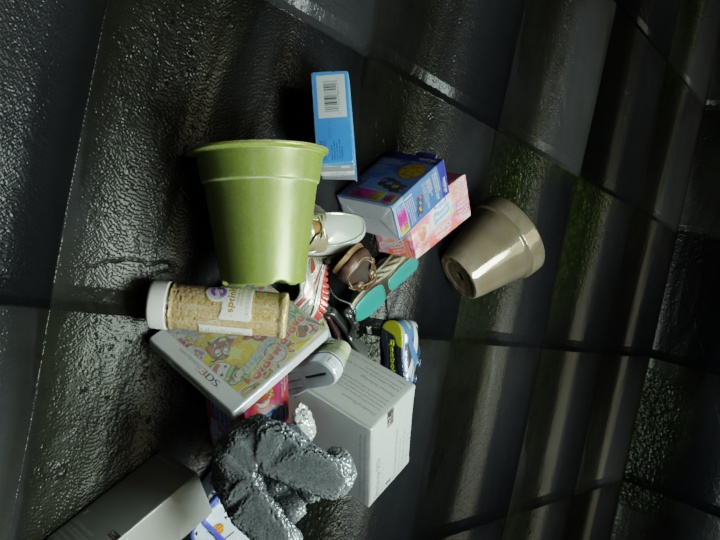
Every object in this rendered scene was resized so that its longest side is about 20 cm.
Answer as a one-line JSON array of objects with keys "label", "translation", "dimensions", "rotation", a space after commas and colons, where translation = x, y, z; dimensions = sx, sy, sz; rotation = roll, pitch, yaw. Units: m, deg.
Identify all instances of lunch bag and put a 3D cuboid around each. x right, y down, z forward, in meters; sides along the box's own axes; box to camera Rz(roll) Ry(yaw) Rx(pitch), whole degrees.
[{"label": "lunch bag", "translation": [-0.212, 0.426, 1.178], "dimensions": [0.161, 0.075, 0.202], "rotation": [-48, 131, -27]}]

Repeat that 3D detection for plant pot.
[{"label": "plant pot", "translation": [-0.140, -0.076, 1.004], "dimensions": [0.198, 0.198, 0.194], "rotation": [-4, 93, -48]}, {"label": "plant pot", "translation": [0.280, -0.035, 1.557], "dimensions": [0.173, 0.199, 0.202], "rotation": [-36, 127, -18]}]

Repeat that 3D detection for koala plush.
[{"label": "koala plush", "translation": [-0.116, 0.276, 1.007], "dimensions": [0.178, 0.183, 0.200], "rotation": [-52, -179, 2]}]

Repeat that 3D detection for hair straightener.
[{"label": "hair straightener", "translation": [-0.017, 0.102, 1.302], "dimensions": [0.041, 0.076, 0.202], "rotation": [-86, 160, -48]}]

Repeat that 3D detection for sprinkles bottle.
[{"label": "sprinkles bottle", "translation": [-0.202, 0.056, 1.004], "dimensions": [0.196, 0.068, 0.070], "rotation": [5, 99, -5]}]

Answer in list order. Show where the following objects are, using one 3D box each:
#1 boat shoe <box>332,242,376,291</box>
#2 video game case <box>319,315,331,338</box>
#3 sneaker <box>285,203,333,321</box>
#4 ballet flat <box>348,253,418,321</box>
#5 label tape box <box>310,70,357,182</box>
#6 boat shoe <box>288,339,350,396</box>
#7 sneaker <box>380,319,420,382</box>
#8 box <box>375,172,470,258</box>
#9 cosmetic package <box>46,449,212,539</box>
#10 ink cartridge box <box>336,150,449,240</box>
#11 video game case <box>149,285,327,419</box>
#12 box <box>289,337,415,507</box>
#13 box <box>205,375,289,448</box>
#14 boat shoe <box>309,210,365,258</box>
[{"label": "boat shoe", "translation": [0.000, 0.000, 1.223], "dimensions": [0.070, 0.070, 0.200], "rotation": [-44, 175, 4]}, {"label": "video game case", "translation": [-0.127, 0.151, 1.242], "dimensions": [0.199, 0.023, 0.185], "rotation": [-39, 127, -37]}, {"label": "sneaker", "translation": [-0.094, -0.016, 1.190], "dimensions": [0.081, 0.077, 0.204], "rotation": [8, 83, -31]}, {"label": "ballet flat", "translation": [0.032, 0.026, 1.366], "dimensions": [0.199, 0.062, 0.068], "rotation": [-39, 137, -28]}, {"label": "label tape box", "translation": [-0.042, -0.229, 1.163], "dimensions": [0.200, 0.062, 0.147], "rotation": [78, 8, -88]}, {"label": "boat shoe", "translation": [-0.090, 0.154, 1.120], "dimensions": [0.062, 0.198, 0.073], "rotation": [-46, 114, -41]}, {"label": "sneaker", "translation": [0.091, 0.197, 1.470], "dimensions": [0.082, 0.073, 0.204], "rotation": [-15, 112, -48]}, {"label": "box", "translation": [0.124, -0.116, 1.400], "dimensions": [0.199, 0.102, 0.096], "rotation": [-36, 126, -36]}, {"label": "cosmetic package", "translation": [-0.325, 0.364, 1.005], "dimensions": [0.200, 0.106, 0.091], "rotation": [-40, 127, -37]}, {"label": "ink cartridge box", "translation": [0.072, -0.152, 1.303], "dimensions": [0.200, 0.135, 0.077], "rotation": [-42, 132, -34]}, {"label": "video game case", "translation": [-0.178, 0.100, 1.040], "dimensions": [0.199, 0.181, 0.023], "rotation": [-39, 152, -36]}, {"label": "box", "translation": [-0.021, 0.262, 1.227], "dimensions": [0.130, 0.198, 0.202], "rotation": [-36, 139, -40]}, {"label": "box", "translation": [-0.177, 0.216, 1.105], "dimensions": [0.095, 0.099, 0.203], "rotation": [-34, 139, -39]}, {"label": "boat shoe", "translation": [-0.080, -0.059, 1.131], "dimensions": [0.197, 0.068, 0.076], "rotation": [-12, 81, -16]}]
